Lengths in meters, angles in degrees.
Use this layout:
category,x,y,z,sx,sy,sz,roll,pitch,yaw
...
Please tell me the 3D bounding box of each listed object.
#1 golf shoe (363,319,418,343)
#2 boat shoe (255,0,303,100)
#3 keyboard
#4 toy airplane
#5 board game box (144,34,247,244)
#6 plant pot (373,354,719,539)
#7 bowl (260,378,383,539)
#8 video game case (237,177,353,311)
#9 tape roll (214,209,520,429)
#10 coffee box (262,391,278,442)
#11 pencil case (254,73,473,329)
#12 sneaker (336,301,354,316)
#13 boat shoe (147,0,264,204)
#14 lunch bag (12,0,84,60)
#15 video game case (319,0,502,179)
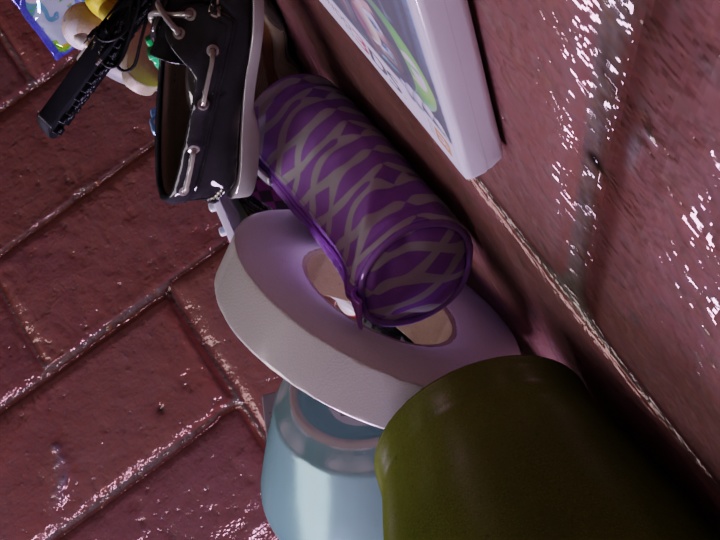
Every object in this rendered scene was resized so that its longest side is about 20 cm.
category,x,y,z,sx,sy,sz,roll,pitch,yaw
golf shoe,0.060,0.106,0.866,0.200,0.095,0.078,43,-150,21
boat shoe,-0.097,-0.168,0.928,0.076,0.074,0.200,53,176,26
keyboard,-0.177,-0.180,0.988,0.039,0.201,0.104,35,180,-2
toy airplane,-0.210,-0.243,1.189,0.200,0.140,0.200,64,-166,5
board game box,-0.115,-0.068,0.972,0.200,0.026,0.201,-110,-1,-60
plant pot,0.093,0.154,0.657,0.201,0.199,0.194,58,-173,-47
bowl,0.011,0.120,0.969,0.201,0.200,0.106,51,160,45
video game case,0.000,0.000,1.021,0.199,0.036,0.181,32,168,22
tape roll,0.006,0.029,0.796,0.201,0.037,0.203,23,-158,-10
coffee box,0.021,0.148,1.199,0.113,0.198,0.080,61,-164,-58
pencil case,-0.010,-0.048,0.793,0.200,0.085,0.084,49,150,45
sneaker,-0.046,-0.024,1.790,0.200,0.078,0.116,31,150,52
boat shoe,-0.099,-0.133,0.769,0.074,0.060,0.202,47,141,47
lunch bag,-0.302,-0.341,1.307,0.201,0.169,0.128,58,176,-31
video game case,-0.017,-0.145,0.481,0.182,0.023,0.200,53,176,26
